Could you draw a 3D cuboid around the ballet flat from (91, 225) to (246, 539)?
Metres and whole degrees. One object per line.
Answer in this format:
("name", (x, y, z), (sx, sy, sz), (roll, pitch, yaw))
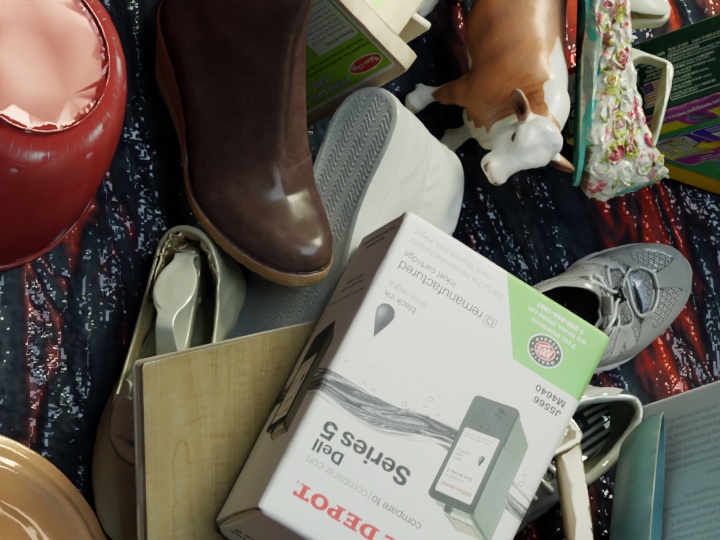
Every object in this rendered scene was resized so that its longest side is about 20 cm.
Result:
("ballet flat", (-0.115, 0.061, 1.609), (0.069, 0.069, 0.201), (27, 56, -24))

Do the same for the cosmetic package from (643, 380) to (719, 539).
("cosmetic package", (0.252, 0.173, 1.799), (0.071, 0.101, 0.201), (-7, 80, -35))

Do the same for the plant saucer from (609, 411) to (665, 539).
("plant saucer", (0.169, 0.186, 1.712), (0.027, 0.200, 0.201), (4, 69, 8))

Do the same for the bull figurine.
("bull figurine", (0.089, -0.135, 1.766), (0.065, 0.121, 0.201), (30, 59, -40))

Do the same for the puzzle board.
("puzzle board", (-0.073, 0.138, 1.598), (0.150, 0.017, 0.201), (-12, 106, -47))

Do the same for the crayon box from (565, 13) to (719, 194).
("crayon box", (0.263, -0.113, 1.813), (0.172, 0.200, 0.059), (14, 69, -42))

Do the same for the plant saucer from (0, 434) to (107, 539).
("plant saucer", (-0.220, 0.184, 1.531), (0.200, 0.032, 0.201), (10, 71, -30))

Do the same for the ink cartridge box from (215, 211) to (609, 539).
("ink cartridge box", (0.030, 0.092, 1.589), (0.145, 0.084, 0.200), (31, 70, -12))

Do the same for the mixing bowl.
("mixing bowl", (-0.209, -0.109, 1.580), (0.200, 0.108, 0.201), (10, 70, -29))

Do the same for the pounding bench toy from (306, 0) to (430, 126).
("pounding bench toy", (0.011, -0.208, 1.696), (0.124, 0.200, 0.156), (44, 58, -14))

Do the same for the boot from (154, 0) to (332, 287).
("boot", (-0.057, -0.108, 1.609), (0.072, 0.167, 0.200), (-14, 60, -31))

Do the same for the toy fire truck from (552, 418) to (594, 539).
("toy fire truck", (0.082, 0.110, 1.675), (0.140, 0.049, 0.201), (8, 74, -2))

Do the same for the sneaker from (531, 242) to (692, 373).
("sneaker", (0.150, 0.031, 1.786), (0.200, 0.082, 0.075), (-25, 90, -36))

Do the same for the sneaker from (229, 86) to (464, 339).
("sneaker", (0.000, 0.000, 1.702), (0.116, 0.074, 0.200), (33, 83, -52))

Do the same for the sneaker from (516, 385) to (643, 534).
("sneaker", (0.097, 0.125, 1.730), (0.200, 0.071, 0.073), (-38, 98, -33))

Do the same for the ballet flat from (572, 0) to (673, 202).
("ballet flat", (0.165, -0.141, 1.756), (0.064, 0.076, 0.201), (0, 82, -1))
